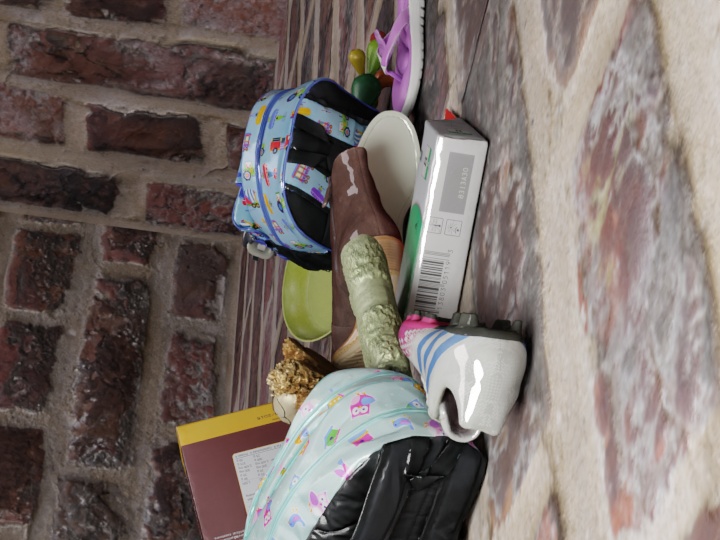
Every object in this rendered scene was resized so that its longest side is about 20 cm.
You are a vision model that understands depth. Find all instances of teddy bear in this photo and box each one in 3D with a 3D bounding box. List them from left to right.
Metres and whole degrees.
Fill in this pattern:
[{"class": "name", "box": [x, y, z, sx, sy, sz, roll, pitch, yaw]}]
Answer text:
[{"class": "teddy bear", "box": [-0.025, 0.137, 1.421, 0.067, 0.145, 0.200, -52, 53, 4]}]

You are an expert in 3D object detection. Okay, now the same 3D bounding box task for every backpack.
[{"class": "backpack", "box": [-0.057, -0.103, 1.621, 0.200, 0.134, 0.183, 29, -109, -60]}, {"class": "backpack", "box": [-0.001, 0.174, 1.161, 0.127, 0.167, 0.200, 48, 121, 44]}]

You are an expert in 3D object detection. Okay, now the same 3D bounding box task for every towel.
[{"class": "towel", "box": [0.022, 0.082, 1.287, 0.200, 0.036, 0.148, 79, 179, -49]}]

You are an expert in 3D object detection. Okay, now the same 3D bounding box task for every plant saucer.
[{"class": "plant saucer", "box": [-0.023, -0.012, 1.767, 0.200, 0.031, 0.200, -40, 40, 44]}]

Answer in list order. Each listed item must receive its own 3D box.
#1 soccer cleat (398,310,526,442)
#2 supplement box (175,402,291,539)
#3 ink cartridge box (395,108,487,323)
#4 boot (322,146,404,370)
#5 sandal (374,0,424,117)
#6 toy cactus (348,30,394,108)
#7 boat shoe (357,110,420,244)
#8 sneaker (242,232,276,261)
[{"class": "soccer cleat", "box": [0.063, 0.074, 1.112, 0.200, 0.070, 0.086, 166, 113, -81]}, {"class": "supplement box", "box": [-0.093, 0.253, 1.578, 0.197, 0.133, 0.200, 103, 152, -72]}, {"class": "ink cartridge box", "box": [0.058, -0.053, 1.369, 0.200, 0.050, 0.161, -119, 37, -74]}, {"class": "boot", "box": [0.000, 0.000, 1.514, 0.200, 0.072, 0.166, 109, 152, -56]}, {"class": "sandal", "box": [0.037, -0.248, 1.691, 0.082, 0.050, 0.203, 111, 164, -61]}, {"class": "toy cactus", "box": [-0.021, -0.173, 1.810, 0.200, 0.102, 0.165, -50, 24, 12]}, {"class": "boat shoe", "box": [0.017, -0.060, 1.584, 0.062, 0.073, 0.200, -146, 59, -77]}, {"class": "sneaker", "box": [-0.196, -0.086, 3.139, 0.199, 0.079, 0.130, -152, 78, -71]}]
